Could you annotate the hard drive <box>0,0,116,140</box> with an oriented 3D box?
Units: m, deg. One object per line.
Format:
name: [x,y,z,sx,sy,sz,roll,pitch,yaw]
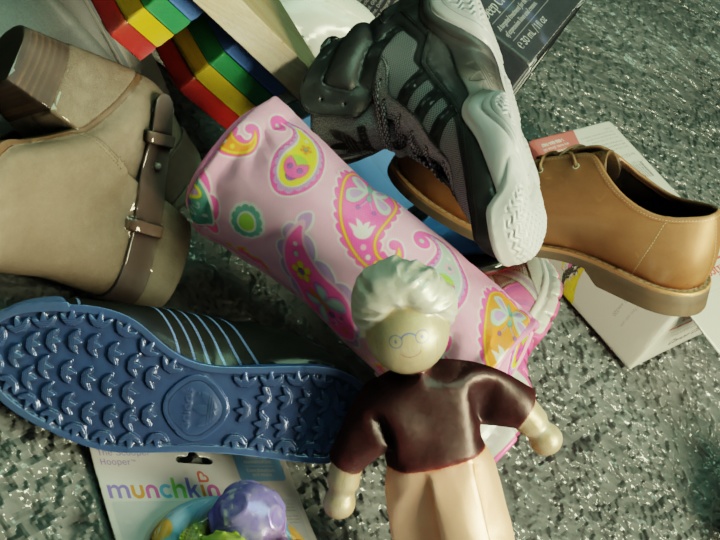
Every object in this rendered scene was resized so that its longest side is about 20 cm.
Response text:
hard drive: [-0.246,-0.141,0.865,0.139,0.033,0.200,-35,75,-33]

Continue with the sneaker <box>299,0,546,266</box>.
sneaker: [0.031,-0.071,0.859,0.076,0.113,0.202,59,16,-49]

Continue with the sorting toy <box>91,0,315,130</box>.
sorting toy: [-0.120,-0.187,0.897,0.200,0.069,0.200,59,10,25]

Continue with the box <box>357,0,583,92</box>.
box: [0.042,-0.199,1.155,0.199,0.107,0.149,38,36,1]

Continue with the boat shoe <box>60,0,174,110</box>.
boat shoe: [-0.186,-0.154,0.944,0.068,0.072,0.201,-29,75,-14]

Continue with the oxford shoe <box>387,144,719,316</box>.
oxford shoe: [0.111,-0.045,0.892,0.198,0.072,0.071,20,32,14]

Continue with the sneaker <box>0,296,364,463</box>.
sneaker: [-0.094,0.055,0.795,0.197,0.071,0.078,14,4,-13]

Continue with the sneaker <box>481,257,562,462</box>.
sneaker: [0.059,0.035,0.930,0.088,0.082,0.201,33,35,-9]

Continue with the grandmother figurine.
grandmother figurine: [0.039,0.089,0.763,0.120,0.203,0.061,-17,13,-12]

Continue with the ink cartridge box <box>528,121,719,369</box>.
ink cartridge box: [0.195,-0.007,1.109,0.116,0.068,0.200,-16,60,-49]

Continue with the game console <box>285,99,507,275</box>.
game console: [0.042,-0.069,0.994,0.173,0.118,0.200,53,36,4]

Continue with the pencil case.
pencil case: [0.000,0.000,0.830,0.200,0.088,0.087,41,35,5]

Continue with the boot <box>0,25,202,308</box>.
boot: [-0.155,-0.021,0.808,0.146,0.070,0.202,41,64,-39]

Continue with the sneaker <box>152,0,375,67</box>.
sneaker: [-0.081,-0.149,1.029,0.197,0.076,0.089,11,48,-17]

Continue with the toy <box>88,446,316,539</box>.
toy: [-0.045,0.151,0.737,0.114,0.047,0.201,7,46,-37]
